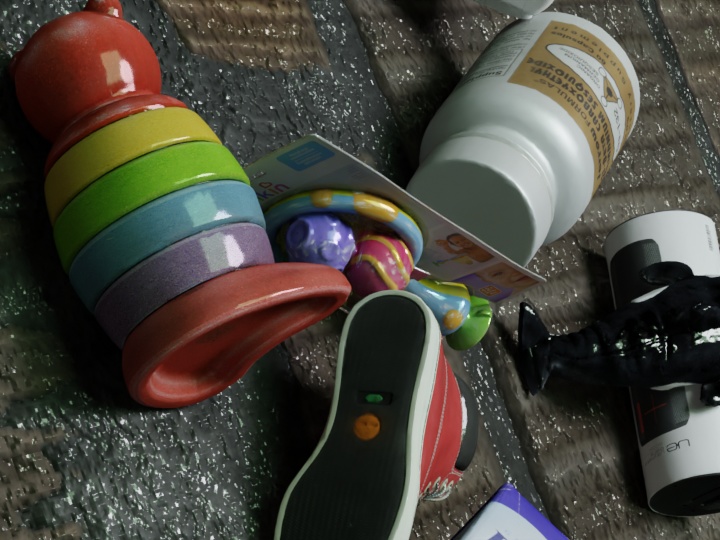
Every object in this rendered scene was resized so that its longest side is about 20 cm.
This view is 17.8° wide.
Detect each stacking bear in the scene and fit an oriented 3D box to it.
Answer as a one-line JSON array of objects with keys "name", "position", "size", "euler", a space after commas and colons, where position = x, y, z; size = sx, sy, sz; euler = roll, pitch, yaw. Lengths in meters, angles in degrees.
[{"name": "stacking bear", "position": [-0.113, -0.044, 1.190], "size": [0.114, 0.121, 0.200], "euler": [1, 57, -60]}]

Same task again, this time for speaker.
[{"name": "speaker", "position": [0.221, 0.064, 1.573], "size": [0.081, 0.081, 0.201], "euler": [22, 52, -44]}]

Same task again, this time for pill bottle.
[{"name": "pill bottle", "position": [0.101, -0.078, 1.483], "size": [0.114, 0.114, 0.200], "euler": [54, 35, -13]}]

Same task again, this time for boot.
[{"name": "boot", "position": [0.017, 0.131, 1.278], "size": [0.144, 0.072, 0.201], "euler": [60, 43, -57]}]

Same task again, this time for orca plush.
[{"name": "orca plush", "position": [0.201, 0.027, 1.498], "size": [0.199, 0.071, 0.106], "euler": [4, 62, -14]}]

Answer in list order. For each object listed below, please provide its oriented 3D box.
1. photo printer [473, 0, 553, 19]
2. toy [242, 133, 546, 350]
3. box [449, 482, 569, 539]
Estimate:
[{"name": "photo printer", "position": [0.078, -0.272, 1.573], "size": [0.166, 0.070, 0.200], "euler": [25, 41, -1]}, {"name": "toy", "position": [0.000, 0.000, 1.296], "size": [0.200, 0.115, 0.047], "euler": [28, 51, -41]}, {"name": "box", "position": [0.022, 0.230, 1.093], "size": [0.105, 0.184, 0.200], "euler": [43, 34, 5]}]
